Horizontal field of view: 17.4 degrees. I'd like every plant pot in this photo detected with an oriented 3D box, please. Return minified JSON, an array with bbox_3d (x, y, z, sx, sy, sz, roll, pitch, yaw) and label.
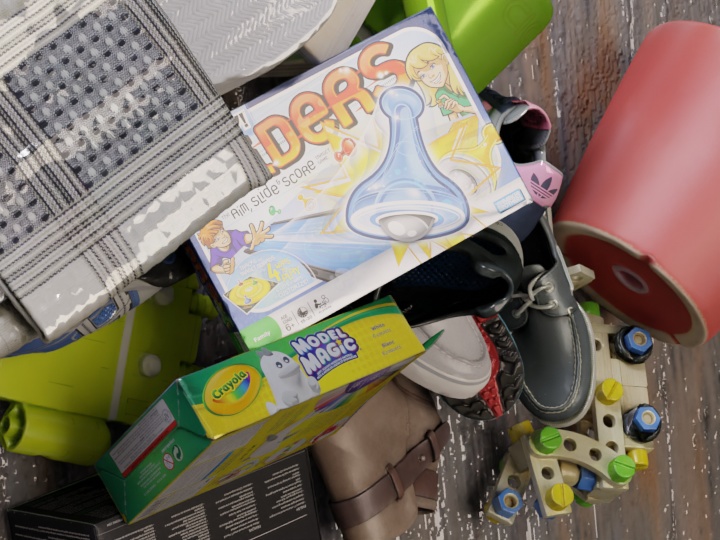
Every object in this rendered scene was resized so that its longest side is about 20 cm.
[{"bbox_3d":[0.244,-0.054,1.731,0.177,0.200,0.200,-51,124,-17],"label":"plant pot"}]

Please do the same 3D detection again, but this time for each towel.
[{"bbox_3d":[-0.174,-0.075,1.277,0.200,0.035,0.193,-36,97,-20],"label":"towel"}]

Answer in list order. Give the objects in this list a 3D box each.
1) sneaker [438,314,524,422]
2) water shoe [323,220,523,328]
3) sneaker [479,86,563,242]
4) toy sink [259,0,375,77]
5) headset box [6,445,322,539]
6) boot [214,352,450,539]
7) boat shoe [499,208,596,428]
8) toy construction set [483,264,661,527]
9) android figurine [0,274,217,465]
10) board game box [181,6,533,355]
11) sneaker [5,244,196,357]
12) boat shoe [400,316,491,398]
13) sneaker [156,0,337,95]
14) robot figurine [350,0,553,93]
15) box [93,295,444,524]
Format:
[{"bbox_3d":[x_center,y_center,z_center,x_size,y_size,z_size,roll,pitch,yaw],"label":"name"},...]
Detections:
[{"bbox_3d":[0.050,0.013,1.631,0.079,0.096,0.200,-16,82,-5],"label":"sneaker"},{"bbox_3d":[0.000,0.000,1.469,0.079,0.200,0.072,-70,152,-67],"label":"water shoe"},{"bbox_3d":[0.093,-0.095,1.590,0.070,0.082,0.200,30,30,-34],"label":"sneaker"},{"bbox_3d":[-0.097,-0.215,1.440,0.200,0.130,0.112,45,63,-35],"label":"toy sink"},{"bbox_3d":[-0.108,0.220,1.468,0.174,0.093,0.200,-20,105,-41],"label":"headset box"},{"bbox_3d":[-0.012,0.112,1.563,0.200,0.070,0.146,-10,91,-48],"label":"boot"},{"bbox_3d":[0.113,0.012,1.650,0.062,0.073,0.200,28,48,-67],"label":"boat shoe"},{"bbox_3d":[0.152,0.088,1.717,0.131,0.092,0.200,4,80,-18],"label":"toy construction set"},{"bbox_3d":[-0.169,0.027,1.442,0.200,0.041,0.182,18,79,-40],"label":"android figurine"},{"bbox_3d":[-0.014,-0.053,1.406,0.200,0.034,0.135,-30,94,-15],"label":"board game box"},{"bbox_3d":[-0.164,-0.002,1.379,0.200,0.077,0.076,-24,82,-53],"label":"sneaker"},{"bbox_3d":[0.022,-0.006,1.540,0.200,0.069,0.072,52,41,9],"label":"boat shoe"},{"bbox_3d":[-0.108,-0.121,1.385,0.200,0.116,0.074,-30,89,-7],"label":"sneaker"},{"bbox_3d":[0.045,-0.165,1.551,0.200,0.175,0.116,-44,101,0],"label":"robot figurine"},{"bbox_3d":[-0.049,0.077,1.401,0.200,0.117,0.048,-18,72,-42],"label":"box"}]
